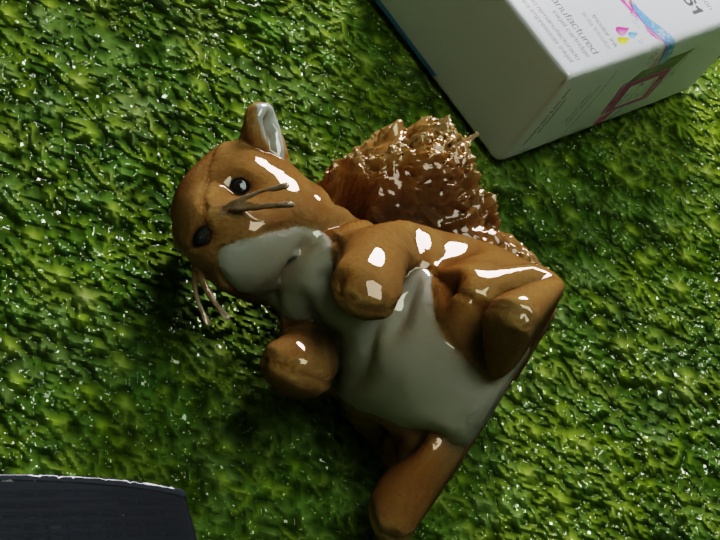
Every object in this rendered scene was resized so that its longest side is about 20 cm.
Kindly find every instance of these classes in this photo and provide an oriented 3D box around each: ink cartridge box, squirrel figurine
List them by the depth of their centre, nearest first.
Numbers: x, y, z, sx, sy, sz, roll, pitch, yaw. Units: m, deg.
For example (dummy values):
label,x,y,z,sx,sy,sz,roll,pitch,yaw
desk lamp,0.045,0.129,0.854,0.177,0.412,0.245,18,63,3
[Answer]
label,x,y,z,sx,sy,sz,roll,pitch,yaw
squirrel figurine,0.000,0.000,1.005,0.186,0.142,0.200,32,29,7
ink cartridge box,0.125,-0.167,1.231,0.200,0.085,0.145,-22,70,-44

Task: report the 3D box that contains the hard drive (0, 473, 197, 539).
label,x,y,z,sx,sy,sz,roll,pitch,yaw
hard drive,-0.148,0.144,0.831,0.199,0.042,0.135,2,55,-32
